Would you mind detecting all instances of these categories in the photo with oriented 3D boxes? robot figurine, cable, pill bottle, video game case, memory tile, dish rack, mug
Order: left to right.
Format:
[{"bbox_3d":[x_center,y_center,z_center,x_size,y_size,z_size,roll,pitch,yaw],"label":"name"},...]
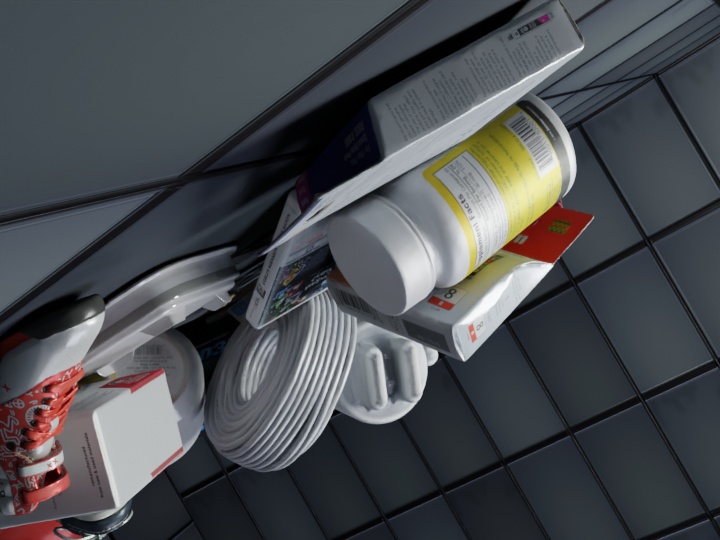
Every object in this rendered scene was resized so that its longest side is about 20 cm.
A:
[{"bbox_3d":[-0.238,0.136,0.987,0.187,0.149,0.153,-46,178,-26],"label":"mug"},{"bbox_3d":[-0.198,0.051,0.825,0.199,0.044,0.172,-31,180,17],"label":"dish rack"},{"bbox_3d":[-0.135,0.018,1.299,0.199,0.017,0.153,-32,-174,10],"label":"memory tile"},{"bbox_3d":[-0.084,0.103,0.973,0.201,0.069,0.200,-60,-156,5],"label":"cable"},{"bbox_3d":[-0.008,-0.044,0.872,0.199,0.023,0.182,-31,159,-36],"label":"video game case"},{"bbox_3d":[0.001,0.105,1.060,0.168,0.114,0.200,-5,-177,-20],"label":"robot figurine"},{"bbox_3d":[0.075,-0.058,0.792,0.199,0.115,0.114,-37,-179,-24],"label":"pill bottle"}]

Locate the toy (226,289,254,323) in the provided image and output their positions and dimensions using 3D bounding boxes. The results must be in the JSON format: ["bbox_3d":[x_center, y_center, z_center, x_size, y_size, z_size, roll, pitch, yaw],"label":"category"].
[{"bbox_3d":[-0.069,-0.006,1.154,0.199,0.047,0.115,-35,-150,-16],"label":"toy"}]

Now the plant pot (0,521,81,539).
[{"bbox_3d":[-0.392,0.260,1.122,0.182,0.201,0.200,-39,178,4],"label":"plant pot"}]

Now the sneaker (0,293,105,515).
[{"bbox_3d":[-0.225,0.102,0.674,0.201,0.109,0.067,-32,178,29],"label":"sneaker"}]

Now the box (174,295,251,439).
[{"bbox_3d":[-0.206,0.132,1.157,0.198,0.046,0.160,-23,-141,5],"label":"box"}]

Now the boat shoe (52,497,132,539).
[{"bbox_3d":[-0.258,0.221,0.899,0.074,0.063,0.199,-17,-171,-33],"label":"boat shoe"}]

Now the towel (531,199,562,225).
[{"bbox_3d":[0.163,-0.049,1.066,0.144,0.022,0.200,-42,-170,19],"label":"towel"}]

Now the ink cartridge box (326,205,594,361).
[{"bbox_3d":[0.090,-0.019,0.863,0.161,0.050,0.200,19,-124,44],"label":"ink cartridge box"}]

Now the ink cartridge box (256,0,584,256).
[{"bbox_3d":[0.022,-0.088,0.633,0.199,0.044,0.196,-30,180,-19],"label":"ink cartridge box"}]

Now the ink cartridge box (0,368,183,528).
[{"bbox_3d":[-0.276,0.157,0.823,0.198,0.085,0.144,-12,-175,13],"label":"ink cartridge box"}]

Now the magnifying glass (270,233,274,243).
[{"bbox_3d":[0.000,0.000,0.996,0.198,0.080,0.022,16,165,-21],"label":"magnifying glass"}]
